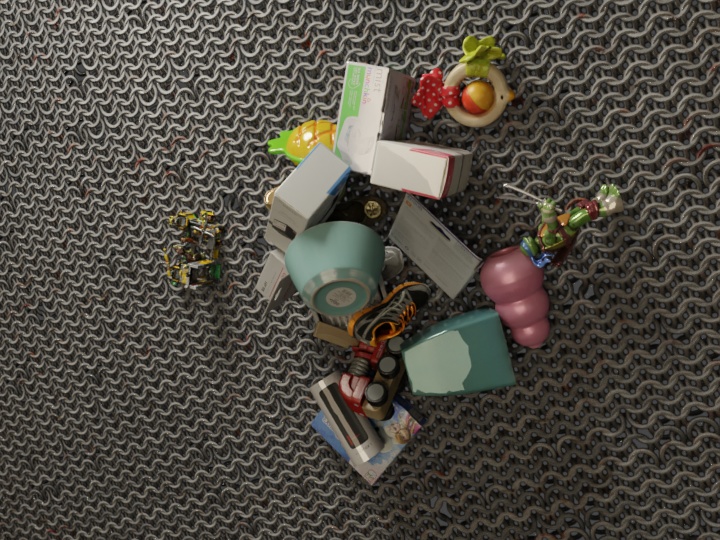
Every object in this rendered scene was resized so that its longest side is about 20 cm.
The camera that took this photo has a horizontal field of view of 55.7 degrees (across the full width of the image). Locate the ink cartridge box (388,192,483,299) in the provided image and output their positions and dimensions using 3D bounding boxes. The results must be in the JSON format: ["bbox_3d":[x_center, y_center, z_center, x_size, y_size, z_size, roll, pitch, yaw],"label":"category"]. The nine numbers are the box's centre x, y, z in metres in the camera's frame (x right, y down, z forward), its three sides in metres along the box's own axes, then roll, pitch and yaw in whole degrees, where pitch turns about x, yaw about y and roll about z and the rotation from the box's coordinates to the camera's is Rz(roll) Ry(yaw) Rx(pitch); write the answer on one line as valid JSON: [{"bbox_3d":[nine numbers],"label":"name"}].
[{"bbox_3d":[0.152,-0.056,1.356,0.041,0.200,0.200,-41,79,-21],"label":"ink cartridge box"}]

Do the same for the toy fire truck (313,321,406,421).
[{"bbox_3d":[-0.008,0.199,1.450,0.198,0.129,0.177,13,60,25],"label":"toy fire truck"}]

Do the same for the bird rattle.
[{"bbox_3d":[0.207,-0.351,1.327,0.163,0.113,0.200,46,116,-8],"label":"bird rattle"}]

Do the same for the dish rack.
[{"bbox_3d":[-0.025,0.059,1.458,0.169,0.044,0.201,-11,131,7],"label":"dish rack"}]

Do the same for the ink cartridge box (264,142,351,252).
[{"bbox_3d":[-0.106,-0.131,1.336,0.083,0.200,0.146,36,66,2],"label":"ink cartridge box"}]

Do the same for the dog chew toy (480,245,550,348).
[{"bbox_3d":[0.312,0.057,1.335,0.123,0.124,0.202,-17,99,24],"label":"dog chew toy"}]

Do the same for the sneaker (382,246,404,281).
[{"bbox_3d":[0.000,0.000,1.473,0.198,0.082,0.076,-14,92,24],"label":"sneaker"}]

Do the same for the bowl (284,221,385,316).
[{"bbox_3d":[-0.043,0.012,1.296,0.200,0.200,0.106,-31,45,23],"label":"bowl"}]

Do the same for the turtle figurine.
[{"bbox_3d":[0.368,-0.124,1.263,0.192,0.144,0.202,-22,62,6],"label":"turtle figurine"}]

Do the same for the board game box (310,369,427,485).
[{"bbox_3d":[0.015,0.344,1.542,0.200,0.043,0.200,41,112,13],"label":"board game box"}]

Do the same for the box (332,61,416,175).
[{"bbox_3d":[0.030,-0.298,1.363,0.096,0.176,0.203,15,104,19],"label":"box"}]

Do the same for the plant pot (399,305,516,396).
[{"bbox_3d":[0.184,0.171,1.354,0.198,0.141,0.143,-16,93,1],"label":"plant pot"}]

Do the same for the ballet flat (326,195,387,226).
[{"bbox_3d":[-0.037,-0.124,1.488,0.198,0.046,0.068,-3,97,23],"label":"ballet flat"}]

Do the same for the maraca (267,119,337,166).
[{"bbox_3d":[-0.106,-0.267,1.454,0.198,0.137,0.108,16,130,28],"label":"maraca"}]

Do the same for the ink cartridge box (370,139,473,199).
[{"bbox_3d":[0.124,-0.201,1.326,0.145,0.200,0.084,16,106,20],"label":"ink cartridge box"}]

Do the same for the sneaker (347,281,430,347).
[{"bbox_3d":[0.071,0.096,1.416,0.077,0.199,0.079,39,154,45],"label":"sneaker"}]

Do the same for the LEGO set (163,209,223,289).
[{"bbox_3d":[-0.409,-0.043,1.617,0.152,0.116,0.202,22,106,18],"label":"LEGO set"}]

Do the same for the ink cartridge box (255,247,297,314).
[{"bbox_3d":[-0.149,-0.004,1.457,0.067,0.200,0.116,40,130,12],"label":"ink cartridge box"}]

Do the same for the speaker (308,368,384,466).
[{"bbox_3d":[-0.030,0.322,1.491,0.081,0.081,0.201,-33,84,23],"label":"speaker"}]

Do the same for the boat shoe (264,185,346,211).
[{"bbox_3d":[-0.130,-0.178,1.496,0.198,0.066,0.075,-10,64,20],"label":"boat shoe"}]
